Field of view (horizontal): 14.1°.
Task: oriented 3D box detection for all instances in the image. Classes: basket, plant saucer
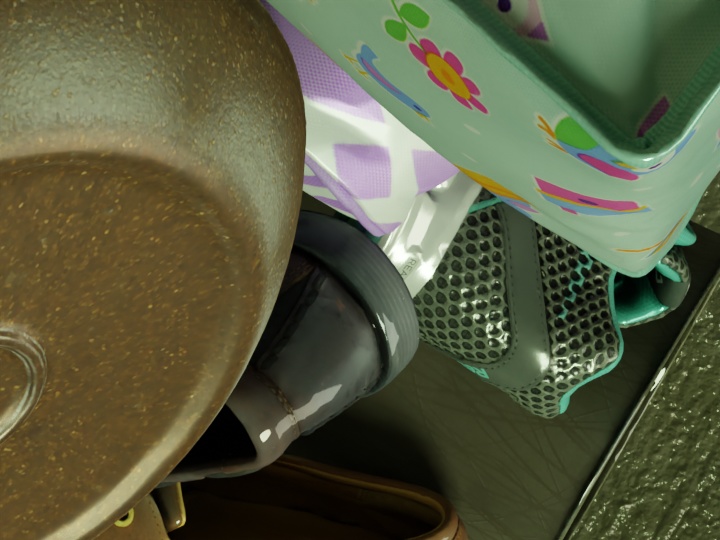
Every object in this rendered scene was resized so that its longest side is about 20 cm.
[{"bbox_3d":[0.000,0.000,0.919,0.136,0.199,0.180,-61,174,7],"label":"basket"},{"bbox_3d":[-0.091,0.017,0.605,0.200,0.037,0.201,-23,144,-18],"label":"plant saucer"}]

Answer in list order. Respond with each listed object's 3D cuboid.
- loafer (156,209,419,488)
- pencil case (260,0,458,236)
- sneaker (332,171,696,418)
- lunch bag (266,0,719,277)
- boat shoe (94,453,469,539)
[{"bbox_3d":[-0.075,0.027,0.762,0.199,0.072,0.063,-10,-150,44],"label":"loafer"},{"bbox_3d":[0.036,-0.100,0.711,0.200,0.084,0.086,-46,-154,2],"label":"pencil case"},{"bbox_3d":[0.059,-0.025,0.824,0.078,0.091,0.200,-47,-177,40],"label":"sneaker"},{"bbox_3d":[0.013,-0.107,0.571,0.122,0.200,0.170,-48,171,-3],"label":"lunch bag"},{"bbox_3d":[-0.063,0.071,0.849,0.072,0.199,0.068,-75,175,-46],"label":"boat shoe"}]
